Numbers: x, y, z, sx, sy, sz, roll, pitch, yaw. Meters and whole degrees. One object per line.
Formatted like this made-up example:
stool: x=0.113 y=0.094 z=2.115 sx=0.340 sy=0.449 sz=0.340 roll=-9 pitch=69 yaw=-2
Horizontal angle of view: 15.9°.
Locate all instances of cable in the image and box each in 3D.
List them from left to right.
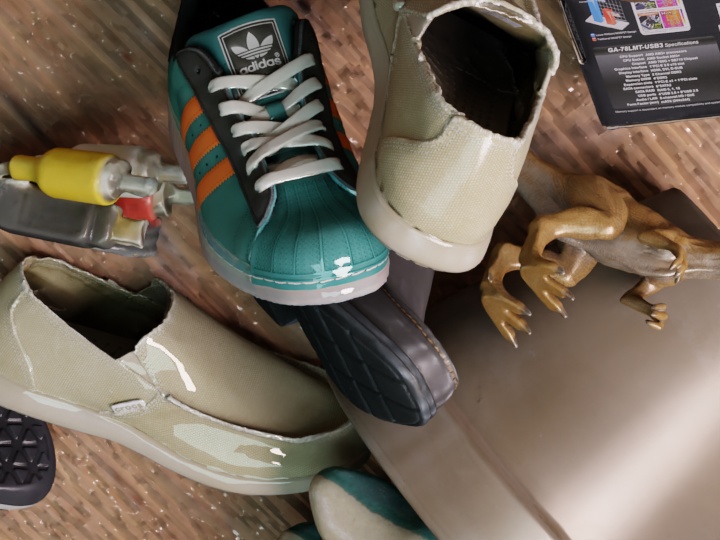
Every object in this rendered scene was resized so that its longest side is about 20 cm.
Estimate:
cable: x=-0.166 y=-0.044 z=1.162 sx=0.199 sy=0.097 sz=0.050 roll=13 pitch=88 yaw=16

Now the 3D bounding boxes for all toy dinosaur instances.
toy dinosaur: x=0.090 y=-0.023 z=1.085 sx=0.200 sy=0.106 sz=0.061 roll=33 pitch=145 yaw=23

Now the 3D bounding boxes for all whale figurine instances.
whale figurine: x=0.033 y=0.151 z=1.207 sx=0.159 sy=0.104 sz=0.200 roll=29 pitch=152 yaw=30

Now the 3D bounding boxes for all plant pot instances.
plant pot: x=0.112 y=0.061 z=1.143 sx=0.173 sy=0.200 sz=0.200 roll=-42 pitch=111 yaw=5

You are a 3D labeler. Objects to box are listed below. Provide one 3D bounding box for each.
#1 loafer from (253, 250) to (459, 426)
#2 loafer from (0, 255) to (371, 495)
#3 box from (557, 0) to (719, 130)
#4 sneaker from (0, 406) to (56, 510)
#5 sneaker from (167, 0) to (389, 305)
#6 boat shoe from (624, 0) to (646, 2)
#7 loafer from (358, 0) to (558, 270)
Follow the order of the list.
loafer: x=0.000 y=0.000 z=1.093 sx=0.072 sy=0.200 sz=0.073 roll=-30 pitch=123 yaw=-9
loafer: x=-0.086 y=0.046 z=1.190 sx=0.199 sy=0.076 sz=0.068 roll=14 pitch=123 yaw=-4
box: x=0.167 y=-0.153 z=1.034 sx=0.199 sy=0.050 sz=0.199 roll=-5 pitch=131 yaw=24
sneaker: x=-0.245 y=0.082 z=1.236 sx=0.199 sy=0.072 sz=0.083 roll=13 pitch=144 yaw=-4
sneaker: x=-0.042 y=-0.059 z=1.059 sx=0.071 sy=0.200 sz=0.080 roll=-14 pitch=124 yaw=-14
boat shoe: x=0.040 y=-0.159 z=0.991 sx=0.200 sy=0.068 sz=0.072 roll=33 pitch=136 yaw=-12
loafer: x=0.044 y=-0.088 z=1.028 sx=0.076 sy=0.200 sz=0.068 roll=23 pitch=134 yaw=-21
